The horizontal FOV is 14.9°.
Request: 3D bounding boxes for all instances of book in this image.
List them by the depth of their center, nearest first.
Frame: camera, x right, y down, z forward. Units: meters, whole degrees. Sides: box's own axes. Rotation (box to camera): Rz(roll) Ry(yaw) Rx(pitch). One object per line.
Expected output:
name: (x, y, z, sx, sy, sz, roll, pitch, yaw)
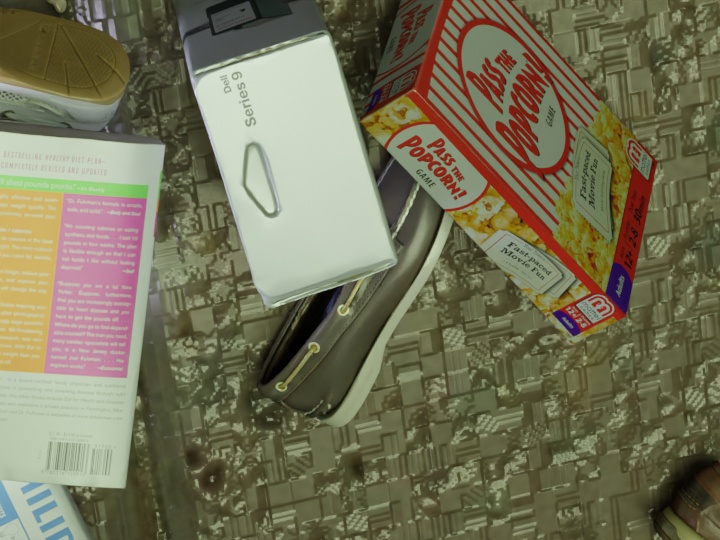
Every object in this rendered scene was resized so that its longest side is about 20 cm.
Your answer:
book: (-0.186, 0.019, 1.547, 0.133, 0.048, 0.201, 6, 101, -14)

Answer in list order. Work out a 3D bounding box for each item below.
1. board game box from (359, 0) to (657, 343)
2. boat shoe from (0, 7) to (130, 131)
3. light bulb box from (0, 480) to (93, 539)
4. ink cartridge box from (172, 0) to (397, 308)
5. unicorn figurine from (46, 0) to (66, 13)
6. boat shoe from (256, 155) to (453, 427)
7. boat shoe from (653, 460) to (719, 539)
board game box: (0.093, -0.076, 1.659, 0.046, 0.152, 0.200, -29, 118, 33)
boat shoe: (-0.236, -0.122, 1.595, 0.199, 0.071, 0.069, 20, 145, -4)
light bulb box: (-0.256, 0.197, 1.658, 0.199, 0.125, 0.199, -26, 111, -7)
ink cartridge box: (-0.045, -0.084, 1.583, 0.084, 0.200, 0.147, -18, 110, 0)
unicorn figurine: (-0.205, -0.242, 1.561, 0.137, 0.074, 0.201, 8, 110, -6)
boat shoe: (0.000, 0.000, 1.699, 0.059, 0.072, 0.201, 19, 106, -23)
boat shoe: (0.291, 0.195, 1.837, 0.200, 0.072, 0.068, 31, 99, -19)
